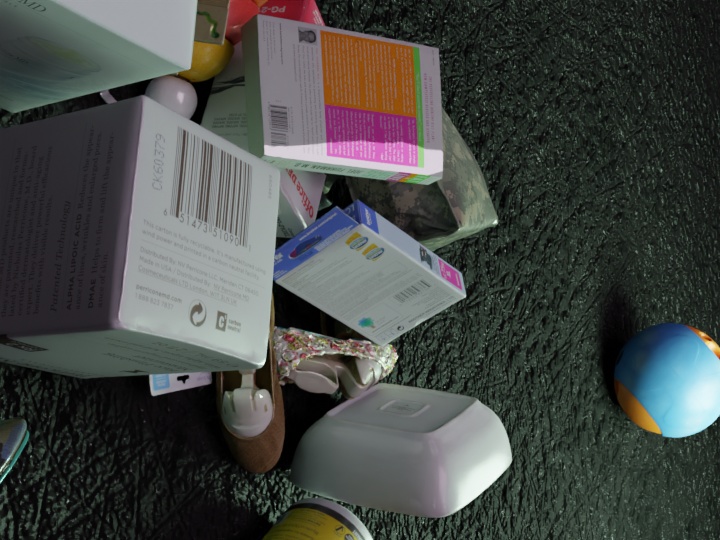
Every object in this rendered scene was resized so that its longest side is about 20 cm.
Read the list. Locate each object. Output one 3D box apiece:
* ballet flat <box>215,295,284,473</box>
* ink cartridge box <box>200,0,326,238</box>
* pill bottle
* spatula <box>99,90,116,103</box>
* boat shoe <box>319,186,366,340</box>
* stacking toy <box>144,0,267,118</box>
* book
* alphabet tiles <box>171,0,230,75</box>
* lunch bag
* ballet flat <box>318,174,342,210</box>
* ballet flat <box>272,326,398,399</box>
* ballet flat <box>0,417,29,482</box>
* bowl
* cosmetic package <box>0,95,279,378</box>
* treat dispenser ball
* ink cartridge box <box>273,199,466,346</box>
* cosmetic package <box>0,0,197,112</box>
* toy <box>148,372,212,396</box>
[{"bbox_3d":[-0.108,0.094,1.059,0.072,0.068,0.201,81,9,-83],"label":"ballet flat"},{"bbox_3d":[-0.085,-0.152,1.104,0.145,0.084,0.201,61,36,-56],"label":"ink cartridge box"},{"bbox_3d":[-0.074,0.317,1.048,0.200,0.111,0.112,-44,121,-50],"label":"pill bottle"},{"bbox_3d":[-0.212,-0.126,0.989,0.056,0.020,0.201,-35,115,-55],"label":"spatula"},{"bbox_3d":[-0.007,-0.003,1.242,0.074,0.075,0.201,19,68,-51],"label":"boat shoe"},{"bbox_3d":[-0.159,-0.228,1.028,0.146,0.146,0.201,23,84,-53],"label":"stacking toy"},{"bbox_3d":[-0.013,-0.156,1.034,0.199,0.048,0.134,5,75,-34],"label":"book"},{"bbox_3d":[-0.190,-0.266,0.941,0.006,0.166,0.201,112,-15,-76],"label":"alphabet tiles"},{"bbox_3d":[0.051,-0.121,1.200,0.164,0.117,0.201,-14,84,-68],"label":"lunch bag"},{"bbox_3d":[-0.040,-0.152,1.219,0.073,0.073,0.201,39,53,-48],"label":"ballet flat"},{"bbox_3d":[-0.031,0.106,1.166,0.200,0.076,0.064,10,37,-41],"label":"ballet flat"},{"bbox_3d":[-0.303,0.167,0.763,0.074,0.074,0.200,59,37,-33],"label":"ballet flat"},{"bbox_3d":[0.044,0.178,1.165,0.200,0.199,0.075,-20,111,-57],"label":"bowl"},{"bbox_3d":[-0.191,-0.014,0.838,0.165,0.199,0.166,24,64,-53],"label":"cosmetic package"},{"bbox_3d":[0.551,0.194,1.957,0.201,0.200,0.202,14,73,-56],"label":"treat dispenser ball"},{"bbox_3d":[0.000,0.000,1.115,0.200,0.119,0.042,31,38,-39],"label":"ink cartridge box"},{"bbox_3d":[-0.252,-0.211,0.776,0.199,0.199,0.123,20,68,-53],"label":"cosmetic package"},{"bbox_3d":[-0.154,0.008,1.013,0.115,0.047,0.201,-1,84,-69],"label":"toy"}]
